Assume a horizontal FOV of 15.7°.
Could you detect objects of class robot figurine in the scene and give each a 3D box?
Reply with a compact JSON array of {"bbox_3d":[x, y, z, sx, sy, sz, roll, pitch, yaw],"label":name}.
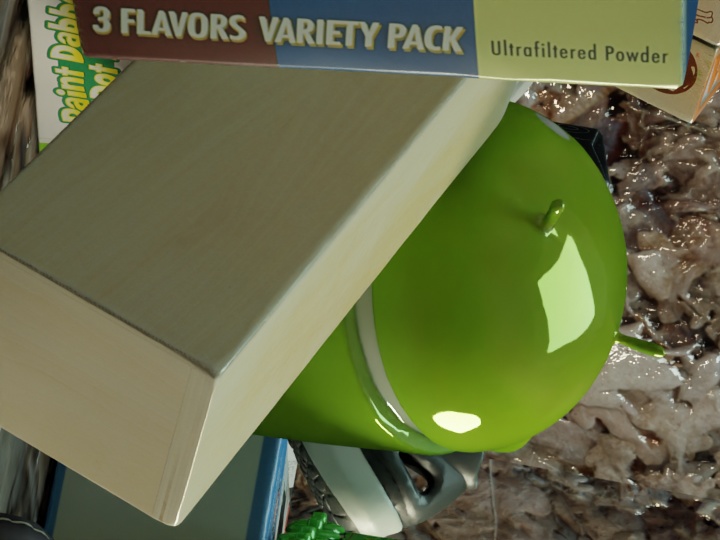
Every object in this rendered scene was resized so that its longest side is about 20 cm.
[{"bbox_3d":[0.000,0.000,0.861,0.176,0.199,0.116,50,55,-42],"label":"robot figurine"}]

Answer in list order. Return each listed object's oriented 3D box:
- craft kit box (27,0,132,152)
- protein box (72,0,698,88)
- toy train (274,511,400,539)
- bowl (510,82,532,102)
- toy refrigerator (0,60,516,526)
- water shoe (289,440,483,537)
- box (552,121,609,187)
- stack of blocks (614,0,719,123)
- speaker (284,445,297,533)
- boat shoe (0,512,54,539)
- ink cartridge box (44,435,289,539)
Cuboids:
[{"bbox_3d":[-0.056,-0.146,0.766,0.198,0.048,0.201,93,7,-61],"label":"craft kit box"},{"bbox_3d":[0.014,-0.180,0.562,0.200,0.134,0.199,-74,164,-47],"label":"protein box"},{"bbox_3d":[-0.007,0.119,0.972,0.200,0.056,0.042,31,69,-88],"label":"toy train"},{"bbox_3d":[0.021,-0.115,1.057,0.201,0.090,0.202,-32,-138,33],"label":"bowl"},{"bbox_3d":[-0.027,-0.026,0.717,0.200,0.076,0.070,-52,166,-44],"label":"toy refrigerator"},{"bbox_3d":[-0.013,0.014,1.116,0.072,0.079,0.201,117,-51,-80],"label":"water shoe"},{"bbox_3d":[0.012,-0.018,1.256,0.132,0.199,0.115,-74,173,-76],"label":"box"},{"bbox_3d":[0.100,-0.143,0.828,0.200,0.115,0.059,-51,161,-43],"label":"stack of blocks"},{"bbox_3d":[-0.081,0.155,1.239,0.081,0.081,0.201,-44,144,-88],"label":"speaker"},{"bbox_3d":[-0.096,0.122,0.626,0.065,0.072,0.200,-96,-172,-47],"label":"boat shoe"},{"bbox_3d":[-0.078,0.135,1.029,0.200,0.083,0.146,94,5,-76],"label":"ink cartridge box"}]
